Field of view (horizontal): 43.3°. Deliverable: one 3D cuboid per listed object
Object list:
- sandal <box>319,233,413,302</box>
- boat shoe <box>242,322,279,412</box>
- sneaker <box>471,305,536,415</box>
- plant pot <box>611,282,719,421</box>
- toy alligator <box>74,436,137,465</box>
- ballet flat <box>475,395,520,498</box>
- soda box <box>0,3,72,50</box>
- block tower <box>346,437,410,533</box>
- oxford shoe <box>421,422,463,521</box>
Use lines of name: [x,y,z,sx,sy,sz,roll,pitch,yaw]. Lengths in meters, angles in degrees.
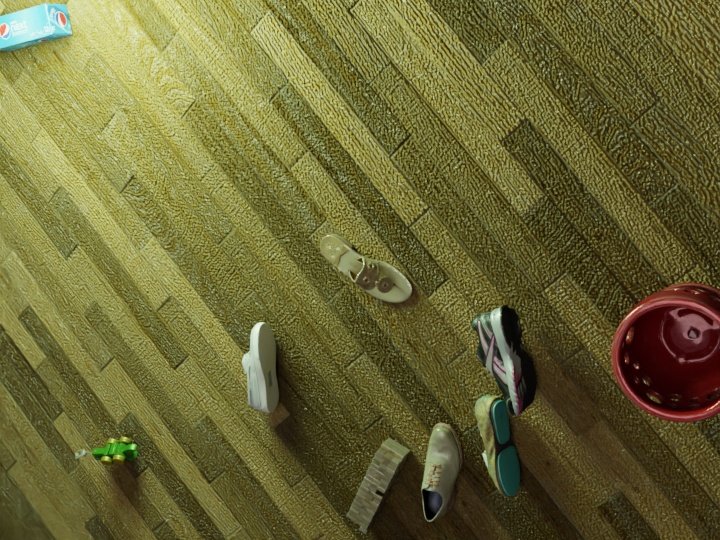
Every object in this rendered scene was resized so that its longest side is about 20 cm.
sandal: [-0.002,0.005,1.766,0.211,0.070,0.078,34,116,15]
boat shoe: [-0.219,0.206,1.936,0.068,0.072,0.201,4,114,25]
sneaker: [0.261,0.166,1.674,0.086,0.080,0.201,-12,90,42]
plant pot: [0.520,0.118,1.456,0.200,0.182,0.201,7,107,25]
toy alligator: [-0.606,0.448,2.202,0.200,0.059,0.054,-13,137,29]
ballet flat: [0.258,0.332,1.728,0.071,0.071,0.201,-6,101,28]
soda box: [-0.738,-0.537,2.005,0.200,0.064,0.068,-4,101,28]
block tower: [0.034,0.445,1.872,0.058,0.054,0.200,29,114,19]
oxford shoe: [0.157,0.401,1.785,0.071,0.074,0.201,6,106,26]
